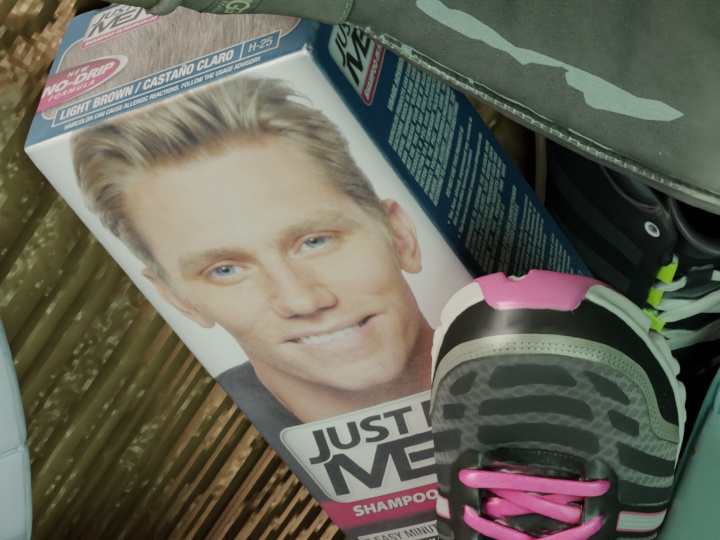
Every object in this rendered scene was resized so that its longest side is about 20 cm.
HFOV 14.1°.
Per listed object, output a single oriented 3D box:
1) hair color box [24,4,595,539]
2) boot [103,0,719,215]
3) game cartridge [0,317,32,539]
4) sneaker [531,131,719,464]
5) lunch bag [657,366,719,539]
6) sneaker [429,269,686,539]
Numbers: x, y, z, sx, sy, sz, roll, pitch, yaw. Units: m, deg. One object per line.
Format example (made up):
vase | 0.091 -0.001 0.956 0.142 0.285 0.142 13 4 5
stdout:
hair color box | 0.000 0.000 0.861 0.100 0.061 0.200 -17 128 28
boot | 0.031 -0.119 0.782 0.199 0.073 0.183 11 73 -19
game cartridge | -0.173 0.021 0.847 0.133 0.041 0.201 -26 123 -11
sneaker | 0.091 -0.012 0.900 0.071 0.083 0.201 -18 122 -10
lunch bag | 0.155 0.100 0.957 0.160 0.077 0.201 -11 123 -54
sneaker | 0.052 0.088 0.831 0.073 0.088 0.200 6 135 6
